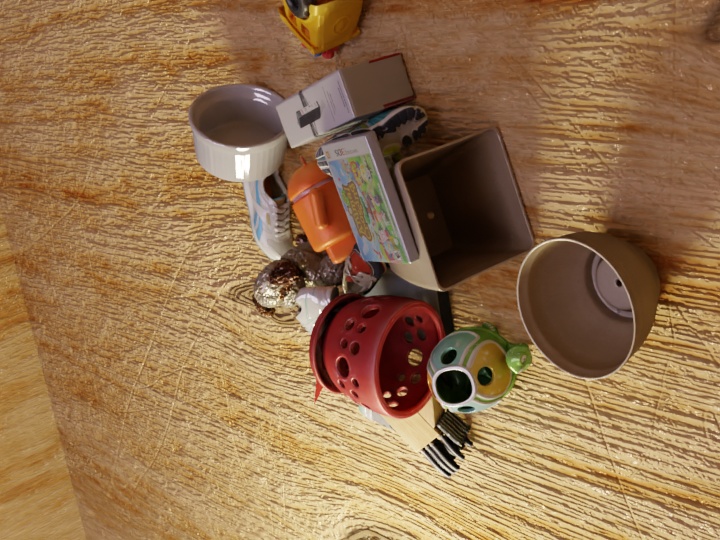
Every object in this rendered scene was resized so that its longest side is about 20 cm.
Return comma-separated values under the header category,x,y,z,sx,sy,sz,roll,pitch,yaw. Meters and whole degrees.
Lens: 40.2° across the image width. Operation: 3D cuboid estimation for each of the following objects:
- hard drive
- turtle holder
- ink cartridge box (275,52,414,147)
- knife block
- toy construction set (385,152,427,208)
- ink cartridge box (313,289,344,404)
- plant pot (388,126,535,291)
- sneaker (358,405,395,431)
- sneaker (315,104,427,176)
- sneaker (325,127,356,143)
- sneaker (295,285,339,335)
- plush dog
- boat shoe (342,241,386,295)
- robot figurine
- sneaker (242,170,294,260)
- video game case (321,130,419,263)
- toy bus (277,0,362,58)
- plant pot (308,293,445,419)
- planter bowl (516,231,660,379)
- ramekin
category,x,y,z,sx,sy,sz,roll,pitch,yaw
hard drive,0.084,0.061,1.793,0.198,0.033,0.142,9,115,49
turtle holder,0.195,0.172,1.622,0.182,0.131,0.144,10,108,26
ink cartridge box,-0.028,-0.286,1.666,0.198,0.143,0.085,-13,99,53
knife block,0.105,0.285,1.801,0.196,0.064,0.179,5,114,25
toy construction set,0.038,-0.125,1.681,0.092,0.129,0.203,-141,26,-78
ink cartridge box,-0.034,0.136,1.848,0.049,0.201,0.164,11,122,9
plant pot,0.125,-0.088,1.554,0.176,0.197,0.203,-11,100,62
sneaker,0.062,0.226,1.873,0.139,0.077,0.203,30,140,37
sneaker,0.020,-0.214,1.620,0.080,0.197,0.079,-111,-3,-67
sneaker,-0.003,-0.148,1.752,0.076,0.080,0.204,-15,97,57
sneaker,-0.080,0.093,1.893,0.079,0.071,0.202,8,141,10
plush dog,-0.133,0.012,1.920,0.162,0.170,0.201,54,141,17
boat shoe,0.000,0.000,1.718,0.071,0.062,0.200,49,168,9
robot figurine,-0.062,-0.116,1.803,0.116,0.143,0.203,-28,88,46
sneaker,-0.177,-0.114,1.993,0.080,0.076,0.204,-8,104,49
video game case,0.012,-0.109,1.516,0.181,0.022,0.203,5,118,67
toy bus,-0.085,-0.462,1.680,0.201,0.134,0.193,50,155,25
plant pot,0.025,0.137,1.704,0.180,0.199,0.205,13,118,43
planter bowl,0.337,0.033,1.385,0.198,0.133,0.204,25,126,40
ramekin,-0.231,-0.262,1.891,0.200,0.199,0.099,41,143,29
